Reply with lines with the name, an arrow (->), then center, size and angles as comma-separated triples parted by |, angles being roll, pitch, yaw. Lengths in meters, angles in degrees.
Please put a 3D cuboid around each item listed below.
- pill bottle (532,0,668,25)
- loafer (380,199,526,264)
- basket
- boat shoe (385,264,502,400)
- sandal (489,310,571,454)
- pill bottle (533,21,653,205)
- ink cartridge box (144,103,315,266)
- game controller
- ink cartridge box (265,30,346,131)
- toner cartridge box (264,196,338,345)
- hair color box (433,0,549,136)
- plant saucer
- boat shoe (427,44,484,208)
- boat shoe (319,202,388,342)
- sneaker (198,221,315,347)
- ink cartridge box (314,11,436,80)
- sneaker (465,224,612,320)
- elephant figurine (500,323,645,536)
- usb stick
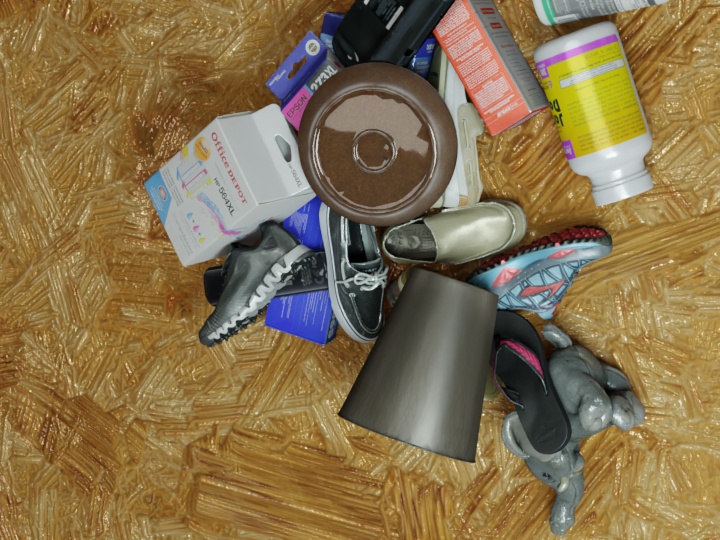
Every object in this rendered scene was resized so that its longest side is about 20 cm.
pill bottle -> 0.297, -0.355, 1.446 | 0.197, 0.113, 0.115 | -8, 98, 21
loafer -> 0.114, -0.041, 1.604 | 0.198, 0.068, 0.077 | -13, 96, 23
basket -> 0.085, 0.108, 1.534 | 0.178, 0.136, 0.203 | 17, 89, 9
boat shoe -> 0.107, 0.086, 1.638 | 0.202, 0.072, 0.066 | 53, 138, -4
sandal -> 0.194, 0.127, 1.523 | 0.075, 0.045, 0.201 | -43, 52, 27
pill bottle -> 0.282, -0.183, 1.491 | 0.103, 0.104, 0.202 | -18, 94, 23
ink cartridge box -> -0.159, -0.115, 1.627 | 0.199, 0.125, 0.130 | -35, 79, 41
game controller -> 0.041, -0.307, 1.499 | 0.200, 0.042, 0.105 | -50, 63, 34
ink cartridge box -> -0.029, -0.193, 1.566 | 0.200, 0.037, 0.095 | 48, 112, 7
toner cartridge box -> -0.063, -0.011, 1.691 | 0.094, 0.043, 0.203 | 17, 107, 16
hair color box -> 0.147, -0.269, 1.527 | 0.061, 0.101, 0.202 | -29, 89, 25
plant saucer -> 0.018, -0.147, 1.517 | 0.197, 0.035, 0.203 | 3, 108, 8
boat shoe -> 0.119, -0.180, 1.578 | 0.067, 0.075, 0.203 | 1, 94, -8
boat shoe -> 0.002, -0.001, 1.612 | 0.068, 0.073, 0.202 | 9, 110, 56
sneaker -> -0.152, 0.013, 1.640 | 0.200, 0.066, 0.091 | -44, 79, 19
ink cartridge box -> 0.012, -0.245, 1.599 | 0.135, 0.076, 0.203 | 17, 105, 17
sneaker -> 0.234, 0.009, 1.573 | 0.198, 0.079, 0.096 | -22, 98, 33
elephant figurine -> 0.244, 0.202, 1.572 | 0.140, 0.156, 0.200 | 22, 123, -30
usb stick -> -0.121, 0.011, 1.679 | 0.198, 0.033, 0.056 | -9, 90, 24
